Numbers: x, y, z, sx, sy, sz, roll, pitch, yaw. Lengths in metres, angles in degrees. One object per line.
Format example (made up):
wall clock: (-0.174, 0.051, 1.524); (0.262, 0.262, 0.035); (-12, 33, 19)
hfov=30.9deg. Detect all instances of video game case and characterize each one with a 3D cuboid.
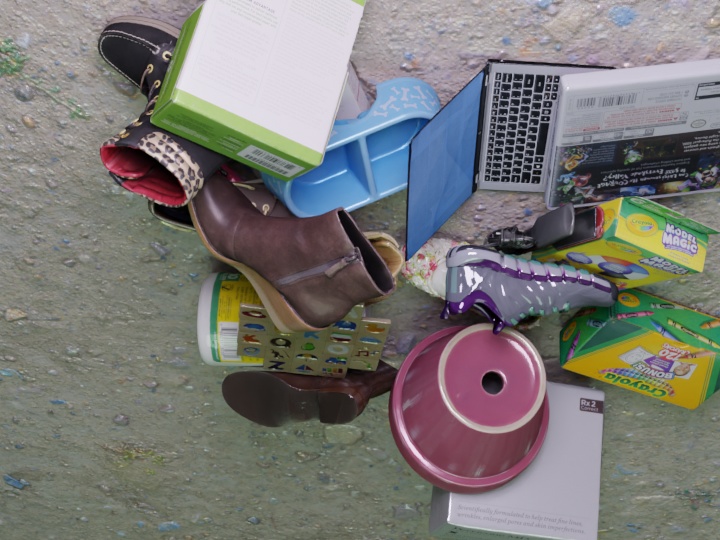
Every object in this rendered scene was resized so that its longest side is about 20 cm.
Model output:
video game case: (0.289, -0.135, 1.302); (0.197, 0.024, 0.183); (-7, 143, -3)

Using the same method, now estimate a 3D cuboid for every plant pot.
plant pot: (0.139, 0.149, 1.540); (0.197, 0.203, 0.179); (8, 159, -4)

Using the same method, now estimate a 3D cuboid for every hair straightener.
hair straightener: (0.176, -0.043, 1.395); (0.076, 0.042, 0.199); (6, 174, -24)

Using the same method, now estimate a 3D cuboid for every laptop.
laptop: (0.148, -0.104, 1.313); (0.197, 0.117, 0.188); (3, 143, 3)

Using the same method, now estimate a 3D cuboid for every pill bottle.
pill bottle: (-0.088, 0.061, 1.560); (0.197, 0.114, 0.113); (1, 143, 6)

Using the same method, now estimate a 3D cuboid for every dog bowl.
dog bowl: (0.000, -0.116, 1.300); (0.198, 0.050, 0.112); (-22, 137, -8)

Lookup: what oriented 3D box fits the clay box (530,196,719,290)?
clay box: (0.281, -0.026, 1.393); (0.114, 0.048, 0.200); (20, 166, -18)

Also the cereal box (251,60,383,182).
cereal box: (-0.057, -0.147, 1.346); (0.142, 0.040, 0.201); (-9, 140, 18)

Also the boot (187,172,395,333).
boot: (-0.068, -0.037, 1.264); (0.166, 0.072, 0.201); (-26, 103, 46)

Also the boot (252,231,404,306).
boot: (0.000, 0.000, 1.406); (0.198, 0.074, 0.154); (10, 169, -41)

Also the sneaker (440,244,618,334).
sneaker: (0.183, 0.034, 1.426); (0.197, 0.089, 0.074); (12, 173, -7)

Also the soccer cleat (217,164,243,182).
soccer cleat: (-0.134, -0.048, 1.465); (0.069, 0.086, 0.201); (-33, 111, 3)

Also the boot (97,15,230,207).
boot: (-0.194, -0.151, 1.227); (0.199, 0.151, 0.074); (32, 141, 7)

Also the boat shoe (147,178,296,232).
boat shoe: (-0.125, -0.063, 1.371); (0.197, 0.060, 0.073); (11, 117, -3)

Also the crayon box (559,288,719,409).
crayon box: (0.357, 0.094, 1.591); (0.198, 0.059, 0.119); (18, 141, -16)

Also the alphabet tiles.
alphabet tiles: (-0.055, 0.075, 1.454); (0.164, 0.006, 0.201); (7, 152, -4)

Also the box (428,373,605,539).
box: (0.200, 0.249, 1.677); (0.196, 0.203, 0.131); (9, 160, -4)

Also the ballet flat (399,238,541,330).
ballet flat: (0.135, 0.016, 1.505); (0.198, 0.064, 0.076); (20, 106, -25)

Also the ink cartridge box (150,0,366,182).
ink cartridge box: (-0.085, -0.204, 1.176); (0.146, 0.202, 0.076); (22, 163, -21)

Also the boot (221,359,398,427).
boot: (-0.055, 0.140, 1.624); (0.184, 0.200, 0.065); (9, 103, 16)
